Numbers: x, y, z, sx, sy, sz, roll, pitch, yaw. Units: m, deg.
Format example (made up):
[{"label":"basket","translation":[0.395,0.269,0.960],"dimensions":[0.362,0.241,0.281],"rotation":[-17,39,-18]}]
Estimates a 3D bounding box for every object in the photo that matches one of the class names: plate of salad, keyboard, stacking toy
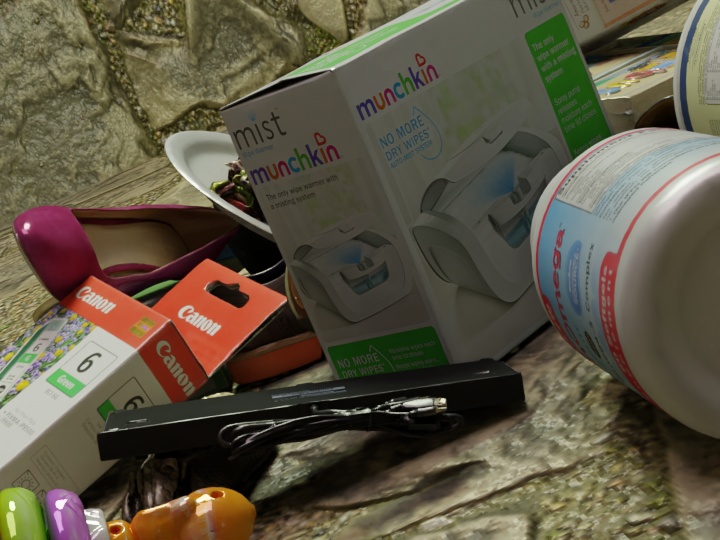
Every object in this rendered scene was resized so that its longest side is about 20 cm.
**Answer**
[{"label":"plate of salad","translation":[-0.039,-0.058,1.260],"dimensions":[0.048,0.199,0.200],"rotation":[-64,-2,17]},{"label":"keyboard","translation":[-0.022,0.068,0.843],"dimensions":[0.198,0.021,0.127],"rotation":[-9,4,-4]},{"label":"stacking toy","translation":[-0.139,0.127,0.758],"dimensions":[0.199,0.110,0.116],"rotation":[-14,24,-10]}]

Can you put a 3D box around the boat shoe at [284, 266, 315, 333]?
[{"label":"boat shoe","translation":[0.002,-0.044,1.077],"dimensions":[0.075,0.074,0.201],"rotation":[9,40,5]}]

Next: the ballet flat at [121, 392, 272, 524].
[{"label":"ballet flat","translation":[-0.085,0.092,0.917],"dimensions":[0.067,0.047,0.200],"rotation":[-23,11,10]}]

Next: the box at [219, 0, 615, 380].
[{"label":"box","translation":[0.046,-0.052,0.999],"dimensions":[0.096,0.177,0.200],"rotation":[-13,14,45]}]

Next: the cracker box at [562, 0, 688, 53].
[{"label":"cracker box","translation":[0.136,-0.172,1.243],"dimensions":[0.199,0.058,0.134],"rotation":[-28,-1,16]}]

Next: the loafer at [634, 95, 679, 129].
[{"label":"loafer","translation":[0.180,-0.061,1.001],"dimensions":[0.072,0.073,0.200],"rotation":[11,32,31]}]

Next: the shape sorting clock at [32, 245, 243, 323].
[{"label":"shape sorting clock","translation":[-0.157,0.002,1.402],"dimensions":[0.199,0.039,0.200],"rotation":[-23,-10,-4]}]

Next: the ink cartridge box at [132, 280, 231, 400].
[{"label":"ink cartridge box","translation":[-0.140,0.049,1.219],"dimensions":[0.103,0.060,0.200],"rotation":[-23,10,2]}]

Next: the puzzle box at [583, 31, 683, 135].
[{"label":"puzzle box","translation":[0.167,-0.117,1.146],"dimensions":[0.132,0.026,0.200],"rotation":[0,18,40]}]

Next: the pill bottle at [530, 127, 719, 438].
[{"label":"pill bottle","translation":[0.132,-0.002,0.751],"dimensions":[0.108,0.109,0.200],"rotation":[-24,10,-5]}]

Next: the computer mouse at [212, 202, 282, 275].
[{"label":"computer mouse","translation":[-0.057,-0.027,1.317],"dimensions":[0.138,0.053,0.200],"rotation":[17,19,-28]}]

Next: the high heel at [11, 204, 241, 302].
[{"label":"high heel","translation":[-0.144,-0.021,1.147],"dimensions":[0.096,0.068,0.200],"rotation":[-29,-17,10]}]

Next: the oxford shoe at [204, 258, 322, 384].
[{"label":"oxford shoe","translation":[0.000,0.000,1.126],"dimensions":[0.199,0.073,0.071],"rotation":[-24,10,-3]}]

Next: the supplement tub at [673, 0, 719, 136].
[{"label":"supplement tub","translation":[0.243,-0.088,0.837],"dimensions":[0.144,0.146,0.200],"rotation":[-25,10,-10]}]

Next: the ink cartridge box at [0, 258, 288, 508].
[{"label":"ink cartridge box","translation":[-0.147,0.053,1.053],"dimensions":[0.200,0.050,0.109],"rotation":[-42,33,-17]}]
